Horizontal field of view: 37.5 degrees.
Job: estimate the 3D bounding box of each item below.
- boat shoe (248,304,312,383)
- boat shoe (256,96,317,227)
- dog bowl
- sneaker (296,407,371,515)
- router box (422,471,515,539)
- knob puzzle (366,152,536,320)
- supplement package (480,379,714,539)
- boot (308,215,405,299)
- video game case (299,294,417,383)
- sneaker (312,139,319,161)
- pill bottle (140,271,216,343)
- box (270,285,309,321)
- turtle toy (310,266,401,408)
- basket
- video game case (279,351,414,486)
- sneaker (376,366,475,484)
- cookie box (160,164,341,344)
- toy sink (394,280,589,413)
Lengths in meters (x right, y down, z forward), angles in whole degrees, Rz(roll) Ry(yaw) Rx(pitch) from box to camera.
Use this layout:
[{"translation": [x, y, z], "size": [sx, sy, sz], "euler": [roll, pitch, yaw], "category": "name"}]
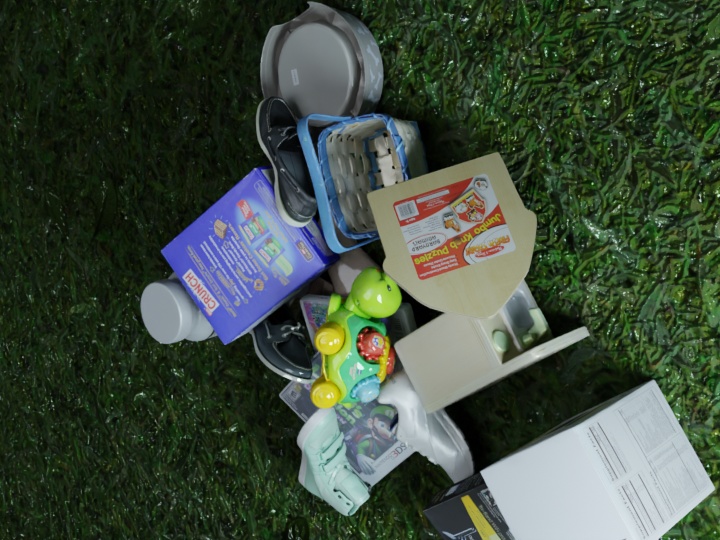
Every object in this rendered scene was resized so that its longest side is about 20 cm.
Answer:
[{"translation": [-0.116, 0.094, 1.553], "size": [0.062, 0.073, 0.200], "euler": [-63, 33, 16], "category": "boat shoe"}, {"translation": [-0.091, -0.162, 1.449], "size": [0.066, 0.074, 0.200], "euler": [-37, 53, 45], "category": "boat shoe"}, {"translation": [-0.052, -0.277, 1.495], "size": [0.200, 0.059, 0.201], "euler": [11, 107, 39], "category": "dog bowl"}, {"translation": [-0.028, 0.279, 1.545], "size": [0.118, 0.074, 0.201], "euler": [33, 144, 24], "category": "sneaker"}, {"translation": [0.201, 0.361, 1.406], "size": [0.157, 0.052, 0.200], "euler": [-35, 93, 41], "category": "router box"}, {"translation": [0.122, -0.029, 1.297], "size": [0.220, 0.219, 0.030], "euler": [53, 171, 18], "category": "knob puzzle"}, {"translation": [0.279, 0.245, 1.240], "size": [0.152, 0.200, 0.151], "euler": [-36, 77, 40], "category": "supplement package"}, {"translation": [0.000, 0.000, 1.518], "size": [0.146, 0.070, 0.201], "euler": [29, 123, 29], "category": "boot"}, {"translation": [0.013, 0.129, 1.515], "size": [0.182, 0.024, 0.201], "euler": [4, 121, 35], "category": "video game case"}, {"translation": [-0.109, -0.101, 1.561], "size": [0.078, 0.099, 0.200], "euler": [39, 124, 27], "category": "sneaker"}, {"translation": [-0.232, 0.044, 1.638], "size": [0.116, 0.200, 0.117], "euler": [12, 110, 38], "category": "pill bottle"}, {"translation": [-0.108, 0.041, 1.637], "size": [0.039, 0.041, 0.200], "euler": [41, 124, 25], "category": "box"}, {"translation": [-0.002, 0.090, 1.398], "size": [0.101, 0.146, 0.201], "euler": [8, 108, 6], "category": "turtle toy"}, {"translation": [0.004, -0.118, 1.387], "size": [0.139, 0.200, 0.177], "euler": [-13, 89, 34], "category": "basket"}, {"translation": [-0.010, 0.209, 1.553], "size": [0.200, 0.023, 0.182], "euler": [45, 135, 4], "category": "video game case"}, {"translation": [0.089, 0.217, 1.447], "size": [0.200, 0.087, 0.075], "euler": [60, 175, -14], "category": "sneaker"}, {"translation": [-0.158, -0.023, 1.506], "size": [0.200, 0.075, 0.171], "euler": [-37, 84, 21], "category": "cookie box"}, {"translation": [0.164, 0.083, 1.349], "size": [0.200, 0.130, 0.112], "euler": [-35, 77, 42], "category": "toy sink"}]
